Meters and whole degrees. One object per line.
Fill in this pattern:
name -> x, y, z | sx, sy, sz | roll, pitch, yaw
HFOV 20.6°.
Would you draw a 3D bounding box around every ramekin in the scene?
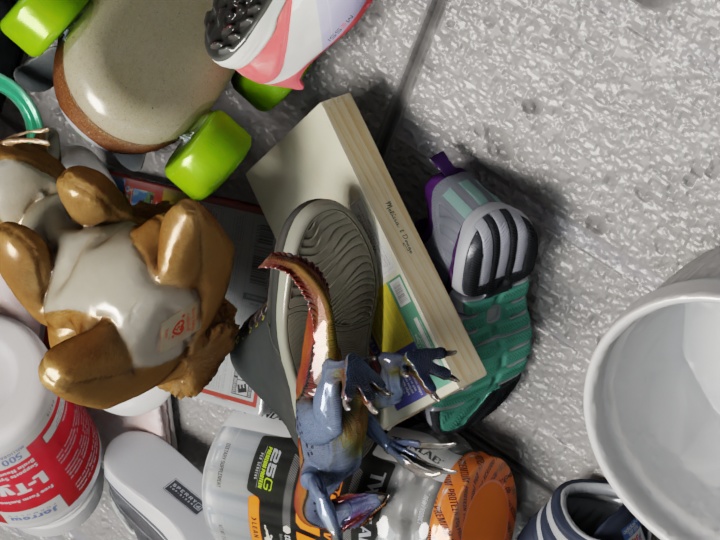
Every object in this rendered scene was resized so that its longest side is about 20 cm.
ramekin -> 0.242, 0.076, 1.161 | 0.200, 0.105, 0.201 | 19, 129, 25

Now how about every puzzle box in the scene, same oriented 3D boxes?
puzzle box -> 0.000, 0.000, 1.278 | 0.200, 0.025, 0.133 | 65, 149, 5

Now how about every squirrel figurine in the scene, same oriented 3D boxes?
squirrel figurine -> -0.173, -0.006, 1.273 | 0.187, 0.142, 0.200 | 35, 179, 28

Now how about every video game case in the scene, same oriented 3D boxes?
video game case -> -0.139, 0.011, 1.409 | 0.200, 0.017, 0.143 | 14, 99, 28

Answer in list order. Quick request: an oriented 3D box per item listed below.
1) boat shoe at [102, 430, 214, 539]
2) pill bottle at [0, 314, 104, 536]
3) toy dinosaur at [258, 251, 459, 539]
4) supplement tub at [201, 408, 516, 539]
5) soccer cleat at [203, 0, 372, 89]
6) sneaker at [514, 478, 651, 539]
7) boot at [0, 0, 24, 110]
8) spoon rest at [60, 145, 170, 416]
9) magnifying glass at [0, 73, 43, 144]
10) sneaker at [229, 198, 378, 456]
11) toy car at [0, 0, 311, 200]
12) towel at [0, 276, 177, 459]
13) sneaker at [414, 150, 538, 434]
boat shoe -> -0.123, 0.205, 1.486 | 0.200, 0.072, 0.068 | 37, 142, 25
pill bottle -> -0.257, 0.123, 1.468 | 0.112, 0.112, 0.200 | 24, 158, 21
toy dinosaur -> -0.008, 0.097, 1.234 | 0.200, 0.105, 0.181 | 60, 145, 10
supplement tub -> 0.000, 0.159, 1.380 | 0.200, 0.123, 0.123 | 8, 124, 31
soccer cleat -> -0.010, -0.191, 1.181 | 0.073, 0.068, 0.200 | 24, 118, -38
sneaker -> 0.193, 0.220, 1.320 | 0.200, 0.070, 0.109 | 36, 136, 14
boot -> -0.273, -0.086, 1.376 | 0.076, 0.168, 0.200 | 3, 139, -17
spoon rest -> -0.181, 0.006, 1.399 | 0.099, 0.061, 0.201 | -8, 102, 30
magnifying glass -> -0.225, -0.044, 1.336 | 0.022, 0.080, 0.200 | -4, 117, 59
sneaker -> -0.047, 0.029, 1.273 | 0.106, 0.075, 0.200 | 37, 139, 43
toy car -> -0.158, -0.125, 1.294 | 0.164, 0.158, 0.200 | 42, 149, -13
towel -> -0.229, 0.056, 1.537 | 0.191, 0.032, 0.200 | 17, 128, 25
sneaker -> 0.065, 0.016, 1.291 | 0.088, 0.074, 0.200 | 53, 148, 37
